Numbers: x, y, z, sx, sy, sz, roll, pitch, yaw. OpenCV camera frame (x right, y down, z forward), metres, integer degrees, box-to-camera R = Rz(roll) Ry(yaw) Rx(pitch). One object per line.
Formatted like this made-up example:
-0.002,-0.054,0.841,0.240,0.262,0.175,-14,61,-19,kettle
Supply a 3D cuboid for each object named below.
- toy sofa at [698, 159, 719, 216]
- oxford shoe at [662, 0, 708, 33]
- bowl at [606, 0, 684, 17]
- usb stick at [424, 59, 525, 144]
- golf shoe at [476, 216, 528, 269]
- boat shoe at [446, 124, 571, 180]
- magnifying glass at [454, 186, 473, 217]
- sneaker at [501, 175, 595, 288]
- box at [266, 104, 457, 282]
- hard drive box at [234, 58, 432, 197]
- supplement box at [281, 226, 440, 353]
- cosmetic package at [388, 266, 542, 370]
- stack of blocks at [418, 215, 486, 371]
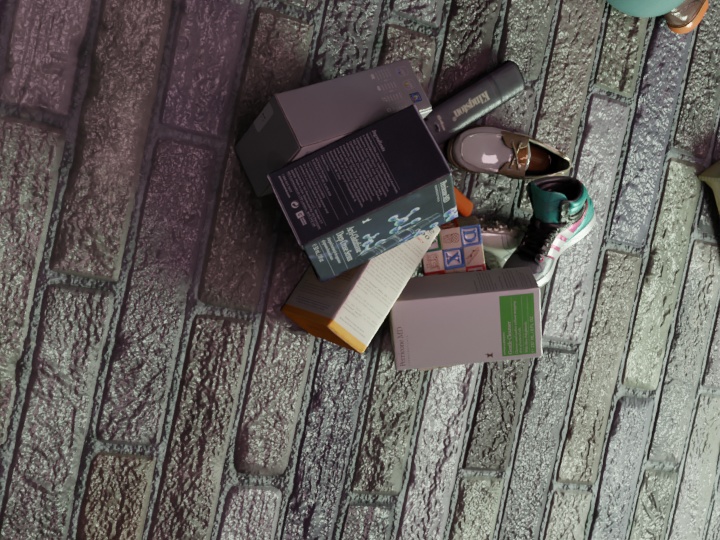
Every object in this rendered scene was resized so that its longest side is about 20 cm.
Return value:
0.653,-0.090,2.061,0.083,0.098,0.200,-32,114,-25,toy sofa
0.534,-0.475,1.921,0.073,0.071,0.200,34,78,-51,oxford shoe
0.445,-0.486,1.813,0.201,0.105,0.201,0,91,-15,bowl
0.155,-0.236,1.740,0.200,0.033,0.055,-34,116,-24,usb stick
0.213,-0.024,1.793,0.200,0.078,0.097,10,99,-34,golf shoe
0.220,-0.170,1.773,0.200,0.068,0.075,1,97,-34,boat shoe
0.101,-0.129,1.701,0.200,0.022,0.080,38,65,-49,magnifying glass
0.255,-0.062,1.705,0.200,0.084,0.121,-46,139,-24,sneaker
0.007,-0.091,1.501,0.200,0.148,0.107,-27,71,-1,box
-0.035,-0.179,1.539,0.200,0.156,0.077,-21,81,-31,hard drive box
0.000,0.000,1.621,0.074,0.126,0.200,40,77,-31,supplement box
0.139,0.064,1.652,0.200,0.085,0.108,-7,112,-1,cosmetic package
0.122,0.032,1.718,0.115,0.059,0.200,-9,106,1,stack of blocks
